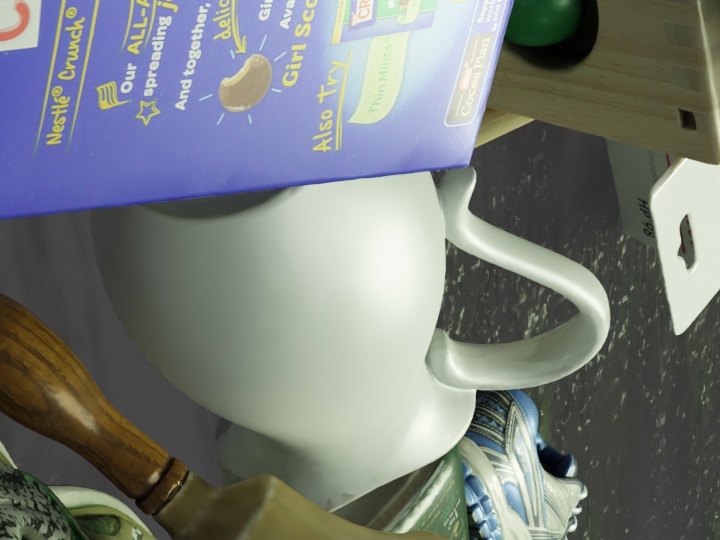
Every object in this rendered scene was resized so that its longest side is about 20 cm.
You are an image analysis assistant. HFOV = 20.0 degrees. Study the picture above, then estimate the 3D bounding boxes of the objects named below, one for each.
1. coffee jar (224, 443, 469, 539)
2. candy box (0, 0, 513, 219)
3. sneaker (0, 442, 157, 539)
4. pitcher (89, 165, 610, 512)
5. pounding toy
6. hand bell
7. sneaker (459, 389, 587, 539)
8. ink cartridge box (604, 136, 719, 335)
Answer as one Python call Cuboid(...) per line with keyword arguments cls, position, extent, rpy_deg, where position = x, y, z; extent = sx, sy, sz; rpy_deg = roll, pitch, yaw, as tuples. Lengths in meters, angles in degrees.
Cuboid(cls="coffee jar", position=(0.005, 0.150, 0.915), extent=(0.104, 0.085, 0.201), rpy_deg=(-44, 142, -28))
Cuboid(cls="candy box", position=(-0.043, -0.110, 0.550), extent=(0.199, 0.077, 0.170), rpy_deg=(-8, 123, -41))
Cuboid(cls="sneaker", position=(-0.110, 0.119, 0.735), extent=(0.077, 0.088, 0.200), rpy_deg=(-53, 145, -4))
Cuboid(cls="pitcher", position=(0.000, 0.000, 0.743), extent=(0.170, 0.122, 0.201), rpy_deg=(-19, 143, 2))
Cuboid(cls="pounding toy", position=(0.093, -0.110, 0.780), extent=(0.200, 0.183, 0.143), rpy_deg=(-37, 128, -31))
Cuboid(cls="hand bell", position=(-0.074, 0.069, 0.695), extent=(0.104, 0.200, 0.104), rpy_deg=(-46, -170, 11))
Cuboid(cls="sneaker", position=(0.081, 0.128, 1.012), extent=(0.085, 0.077, 0.201), rpy_deg=(-50, 145, -23))
Cuboid(cls="ink cartridge box", position=(0.180, -0.081, 0.994), extent=(0.200, 0.066, 0.116), rpy_deg=(-47, 144, -21))
